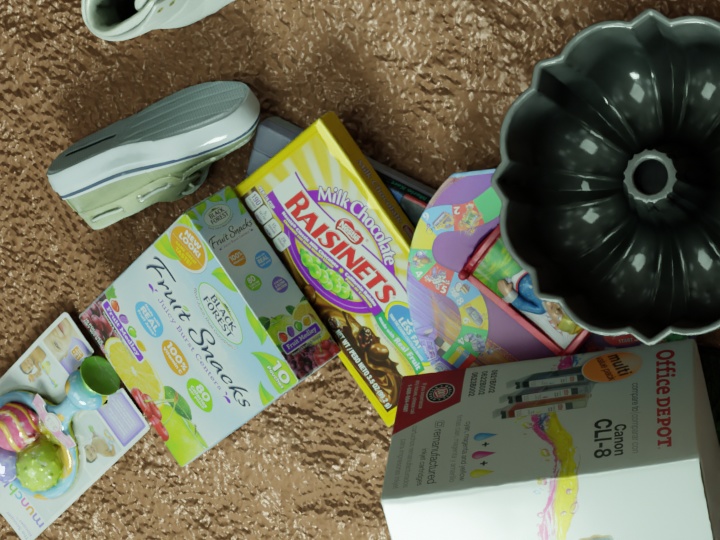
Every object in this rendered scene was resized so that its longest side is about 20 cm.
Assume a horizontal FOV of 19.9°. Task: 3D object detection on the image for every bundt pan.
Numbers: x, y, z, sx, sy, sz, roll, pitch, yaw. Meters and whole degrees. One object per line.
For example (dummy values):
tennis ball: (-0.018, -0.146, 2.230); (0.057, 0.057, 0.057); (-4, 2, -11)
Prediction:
bundt pan: (0.186, -0.055, 1.266); (0.200, 0.076, 0.204); (-1, 87, 20)

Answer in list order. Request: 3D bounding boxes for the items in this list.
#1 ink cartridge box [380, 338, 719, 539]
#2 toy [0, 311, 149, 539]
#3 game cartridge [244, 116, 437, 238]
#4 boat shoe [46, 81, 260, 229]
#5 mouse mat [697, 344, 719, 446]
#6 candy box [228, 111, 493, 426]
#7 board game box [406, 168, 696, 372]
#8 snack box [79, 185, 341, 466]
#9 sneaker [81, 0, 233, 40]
ink cartridge box: (0.129, 0.149, 1.291); (0.198, 0.146, 0.146); (-8, 117, 12)
toy: (-0.264, 0.136, 1.645); (0.200, 0.047, 0.115); (-42, 83, 34)
game cartridge: (0.000, -0.014, 1.444); (0.199, 0.038, 0.131); (27, 123, 20)
boat shoe: (-0.142, -0.083, 1.491); (0.199, 0.072, 0.062); (-15, 122, 39)
mouse mat: (0.206, 0.140, 1.394); (0.160, 0.008, 0.202); (11, 114, 27)
candy box: (0.000, 0.000, 1.415); (0.102, 0.026, 0.201); (-36, 88, 31)
board game box: (0.123, 0.011, 1.338); (0.198, 0.039, 0.160); (-5, 98, 13)
snack box: (-0.114, 0.045, 1.487); (0.143, 0.053, 0.200); (54, 142, 1)
sneaker: (-0.101, -0.212, 1.381); (0.199, 0.115, 0.074); (-31, 89, 33)
